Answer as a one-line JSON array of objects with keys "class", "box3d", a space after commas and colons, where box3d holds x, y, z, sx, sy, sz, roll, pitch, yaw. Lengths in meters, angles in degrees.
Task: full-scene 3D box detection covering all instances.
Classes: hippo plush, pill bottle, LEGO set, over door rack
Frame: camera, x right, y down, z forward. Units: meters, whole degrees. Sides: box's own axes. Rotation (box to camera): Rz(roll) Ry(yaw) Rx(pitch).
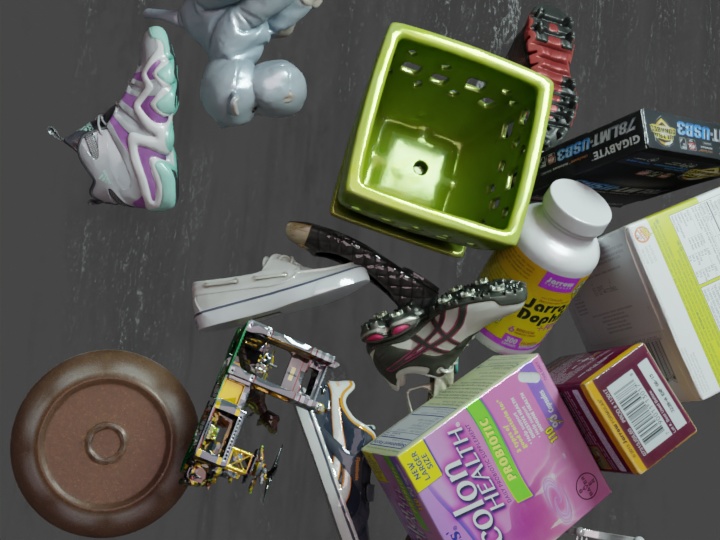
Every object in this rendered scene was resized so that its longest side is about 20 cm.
[{"class": "hippo plush", "box3d": [-0.132, -0.247, 1.015, 0.199, 0.159, 0.162, -6, 82, -14]}, {"class": "pill bottle", "box3d": [0.198, -0.003, 1.026, 0.104, 0.200, 0.105, 15, 41, -13]}, {"class": "LEGO set", "box3d": [-0.100, 0.151, 0.963, 0.115, 0.154, 0.201, 24, 62, -9]}, {"class": "over door rack", "box3d": [0.328, 0.388, 1.072, 0.199, 0.067, 0.148, 14, 79, -11]}]

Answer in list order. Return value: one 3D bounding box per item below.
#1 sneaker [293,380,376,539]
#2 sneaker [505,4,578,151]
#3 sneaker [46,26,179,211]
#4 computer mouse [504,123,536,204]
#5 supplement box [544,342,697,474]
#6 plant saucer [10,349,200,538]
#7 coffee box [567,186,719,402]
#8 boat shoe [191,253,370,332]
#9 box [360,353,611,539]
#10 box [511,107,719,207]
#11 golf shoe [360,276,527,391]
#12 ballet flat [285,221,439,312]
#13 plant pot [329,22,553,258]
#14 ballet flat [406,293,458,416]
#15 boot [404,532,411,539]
[{"class": "sneaker", "box3d": [-0.011, 0.218, 1.013, 0.079, 0.078, 0.201, -17, 84, -9]}, {"class": "sneaker", "box3d": [0.215, -0.221, 1.117, 0.071, 0.098, 0.201, 15, 62, -17]}, {"class": "sneaker", "box3d": [-0.270, -0.165, 0.998, 0.139, 0.078, 0.201, 0, 98, -8]}, {"class": "computer mouse", "box3d": [0.212, -0.115, 1.134, 0.109, 0.044, 0.201, -6, 83, -13]}, {"class": "supplement box", "box3d": [0.262, 0.155, 1.022, 0.085, 0.200, 0.111, -31, 89, -16]}, {"class": "plant saucer", "box3d": [-0.271, 0.184, 0.980, 0.199, 0.037, 0.201, 2, 80, -13]}, {"class": "coffee box", "box3d": [0.378, 0.027, 1.070, 0.197, 0.200, 0.201, -22, 86, -16]}, {"class": "boat shoe", "box3d": [-0.091, 0.015, 1.021, 0.199, 0.072, 0.066, -16, 79, 6]}, {"class": "box", "box3d": [0.135, 0.214, 0.980, 0.200, 0.097, 0.176, -31, 96, -22]}, {"class": "box", "box3d": [0.307, -0.120, 1.047, 0.199, 0.198, 0.050, 2, 76, -36]}, {"class": "golf shoe", "box3d": [0.099, 0.066, 1.004, 0.199, 0.077, 0.088, -20, 93, 29]}, {"class": "ballet flat", "box3d": [0.000, 0.000, 1.057, 0.199, 0.066, 0.057, 29, 86, -6]}, {"class": "plant pot", "box3d": [0.078, -0.129, 1.034, 0.199, 0.181, 0.200, 17, 77, -9]}, {"class": "ballet flat", "box3d": [0.085, 0.123, 1.059, 0.062, 0.067, 0.201, 2, 80, -1]}, {"class": "boot", "box3d": [0.153, 0.323, 1.056, 0.188, 0.069, 0.200, 43, 67, 4]}]
